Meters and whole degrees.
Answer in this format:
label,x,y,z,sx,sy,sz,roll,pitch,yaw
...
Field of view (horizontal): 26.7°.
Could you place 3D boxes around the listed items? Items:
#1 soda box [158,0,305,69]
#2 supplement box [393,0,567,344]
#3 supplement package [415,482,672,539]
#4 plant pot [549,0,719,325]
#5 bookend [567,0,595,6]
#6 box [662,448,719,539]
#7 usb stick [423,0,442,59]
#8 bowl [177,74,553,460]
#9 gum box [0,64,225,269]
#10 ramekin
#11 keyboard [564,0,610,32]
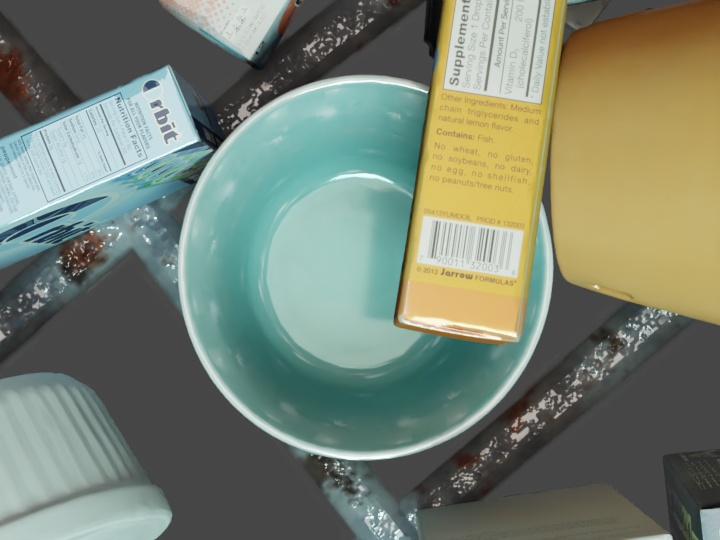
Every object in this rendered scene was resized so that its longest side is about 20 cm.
label,x,y,z,sx,sy,sz,roll,pitch,yaw
soda box,-0.034,-0.217,0.866,0.068,0.064,0.201,33,94,1
supplement box,0.062,-0.067,0.768,0.068,0.067,0.203,10,86,0
supplement package,0.097,0.190,0.800,0.119,0.200,0.122,-9,89,1
plant pot,0.180,-0.060,0.814,0.138,0.200,0.203,2,90,16
bookend,0.175,-0.263,0.797,0.196,0.092,0.202,-9,119,6
box,0.198,0.184,0.799,0.050,0.200,0.160,-7,89,6
usb stick,0.063,-0.221,0.868,0.032,0.055,0.203,6,95,31
bowl,0.000,0.000,0.846,0.198,0.105,0.204,0,88,-4
gum box,-0.173,-0.042,0.820,0.198,0.170,0.045,-23,89,1
ramekin,-0.207,0.132,0.813,0.200,0.202,0.095,-27,77,1
keyboard,0.069,-0.220,0.898,0.199,0.011,0.057,38,96,1
